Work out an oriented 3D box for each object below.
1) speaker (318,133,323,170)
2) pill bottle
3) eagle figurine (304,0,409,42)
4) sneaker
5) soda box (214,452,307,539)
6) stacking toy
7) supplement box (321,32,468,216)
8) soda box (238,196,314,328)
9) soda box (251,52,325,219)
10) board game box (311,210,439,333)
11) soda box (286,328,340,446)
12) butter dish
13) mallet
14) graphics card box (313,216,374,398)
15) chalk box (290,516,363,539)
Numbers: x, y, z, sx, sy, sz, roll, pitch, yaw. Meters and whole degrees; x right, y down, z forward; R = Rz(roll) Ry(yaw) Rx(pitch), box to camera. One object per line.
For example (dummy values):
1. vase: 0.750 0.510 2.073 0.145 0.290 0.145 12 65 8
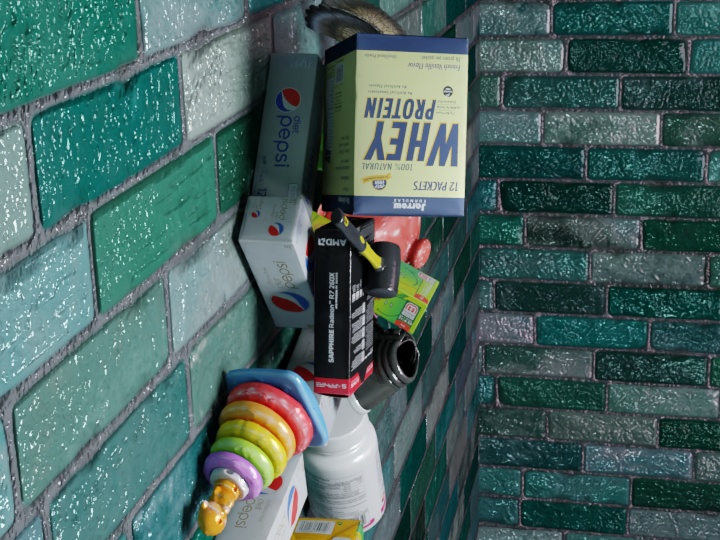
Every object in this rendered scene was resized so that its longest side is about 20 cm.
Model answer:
1. speaker: -0.028 -0.191 1.789 0.200 0.087 0.090 -44 135 -72
2. pill bottle: -0.028 0.269 1.803 0.114 0.112 0.202 -74 162 -47
3. eagle figurine: 0.017 -0.298 1.773 0.150 0.151 0.202 -29 101 -28
4. sneaker: 0.027 0.087 1.693 0.071 0.098 0.202 41 33 -43
5. soda box: -0.117 0.297 1.511 0.201 0.063 0.069 -67 156 -60
6. stacking toy: -0.128 0.210 1.400 0.201 0.109 0.117 -60 137 -43
7. supplement box: 0.036 -0.166 1.517 0.200 0.132 0.203 -163 -107 -78
8. soda box: -0.087 -0.006 1.547 0.201 0.067 0.064 73 23 -56
9. soda box: -0.085 -0.163 1.573 0.068 0.063 0.203 62 33 -68
10. board game box: 0.000 0.000 1.683 0.048 0.199 0.102 -62 177 21
11. soda box: -0.059 0.145 1.696 0.201 0.063 0.069 -70 156 -57
12. butter dish: 0.032 -0.048 1.832 0.200 0.147 0.202 -48 153 -39
13. mallet: 0.003 -0.016 1.475 0.200 0.041 0.067 33 58 -68
14. graphics card box: -0.019 0.041 1.558 0.125 0.050 0.203 -35 128 -72
15. chalk box: -0.061 0.437 1.655 0.124 0.123 0.203 -56 145 -67
